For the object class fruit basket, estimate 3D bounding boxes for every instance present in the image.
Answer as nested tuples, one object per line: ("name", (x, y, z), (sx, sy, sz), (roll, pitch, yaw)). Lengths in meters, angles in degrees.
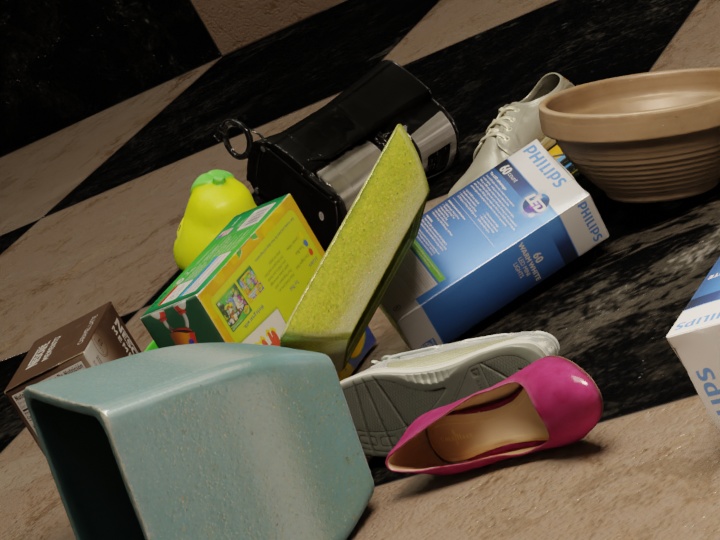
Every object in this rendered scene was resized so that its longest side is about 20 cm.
("fruit basket", (-0.135, 0.012, 2.051), (0.155, 0.216, 0.216), (-27, 15, 26))

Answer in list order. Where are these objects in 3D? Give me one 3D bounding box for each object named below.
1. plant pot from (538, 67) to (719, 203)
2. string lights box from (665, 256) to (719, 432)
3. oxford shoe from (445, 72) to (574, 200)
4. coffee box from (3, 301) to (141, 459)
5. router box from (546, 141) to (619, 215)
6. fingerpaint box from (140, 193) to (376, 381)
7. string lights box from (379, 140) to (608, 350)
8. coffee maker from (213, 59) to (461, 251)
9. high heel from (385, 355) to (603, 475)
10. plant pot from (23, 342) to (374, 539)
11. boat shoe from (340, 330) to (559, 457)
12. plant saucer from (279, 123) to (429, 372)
("plant pot", (0.260, -0.115, 1.880), (0.200, 0.093, 0.201), (-8, 13, 2))
("string lights box", (0.280, 0.028, 1.416), (0.059, 0.103, 0.200), (-18, 20, 38))
("oxford shoe", (0.144, -0.125, 2.062), (0.200, 0.058, 0.075), (-43, 19, -30))
("coffee box", (-0.197, 0.143, 1.757), (0.080, 0.200, 0.114), (-26, 15, 13))
("router box", (0.218, -0.098, 2.033), (0.200, 0.051, 0.149), (-35, 16, -12))
("fingerpaint box", (-0.088, 0.054, 1.901), (0.073, 0.167, 0.200), (-21, 18, 32))
("string lights box", (0.104, -0.019, 1.876), (0.200, 0.059, 0.103), (-33, 40, -2))
("coffee maker", (-0.018, -0.145, 2.364), (0.200, 0.192, 0.135), (-38, 0, -32))
("high heel", (0.097, 0.117, 1.543), (0.096, 0.068, 0.200), (-27, -3, -27))
("plant pot", (-0.109, 0.149, 1.620), (0.200, 0.197, 0.196), (-23, 11, -24))
("boat shoe", (0.061, 0.093, 1.689), (0.202, 0.075, 0.065), (-20, 12, 22))
("plant saucer", (0.000, 0.000, 1.764), (0.200, 0.048, 0.200), (-61, -4, -13))
